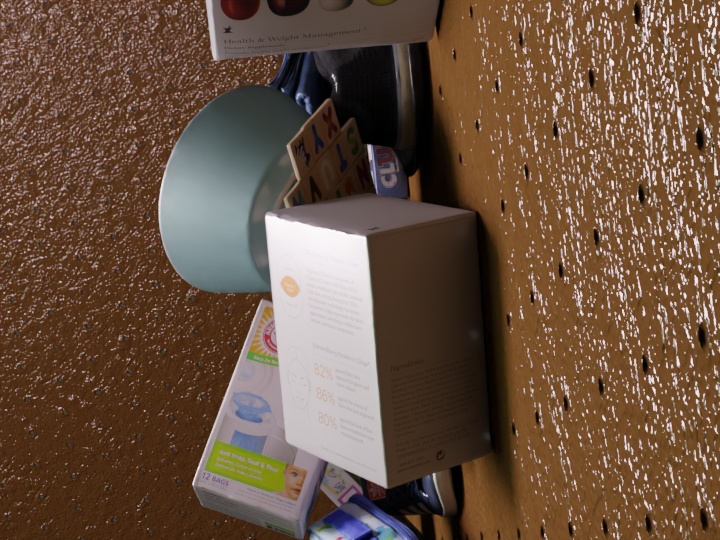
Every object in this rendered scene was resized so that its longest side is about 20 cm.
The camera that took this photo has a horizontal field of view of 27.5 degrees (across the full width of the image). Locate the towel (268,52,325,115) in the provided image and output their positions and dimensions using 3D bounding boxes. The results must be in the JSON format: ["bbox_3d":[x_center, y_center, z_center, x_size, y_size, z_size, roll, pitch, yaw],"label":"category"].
[{"bbox_3d":[-0.047,-0.197,1.518,0.200,0.048,0.112,-80,-21,-49],"label":"towel"}]

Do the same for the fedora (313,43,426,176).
[{"bbox_3d":[0.005,-0.175,1.391,0.201,0.091,0.202,174,90,-85],"label":"fedora"}]

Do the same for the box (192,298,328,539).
[{"bbox_3d":[-0.077,0.146,1.449,0.101,0.112,0.201,91,-162,-70],"label":"box"}]

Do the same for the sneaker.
[{"bbox_3d":[0.045,0.211,1.446,0.200,0.084,0.075,105,159,-75],"label":"sneaker"}]

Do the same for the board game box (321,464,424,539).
[{"bbox_3d":[-0.001,0.256,1.658,0.200,0.034,0.134,47,180,-8],"label":"board game box"}]

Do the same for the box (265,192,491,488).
[{"bbox_3d":[0.014,0.050,1.178,0.152,0.106,0.201,15,113,54],"label":"box"}]

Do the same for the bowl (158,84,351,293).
[{"bbox_3d":[-0.076,-0.060,1.348,0.105,0.200,0.202,22,127,38],"label":"bowl"}]

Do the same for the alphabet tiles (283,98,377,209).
[{"bbox_3d":[-0.016,-0.041,1.295,0.167,0.006,0.201,-56,-46,-55],"label":"alphabet tiles"}]

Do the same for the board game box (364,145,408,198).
[{"bbox_3d":[0.018,-0.174,1.588,0.135,0.034,0.201,-174,78,-85],"label":"board game box"}]

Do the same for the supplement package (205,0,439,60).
[{"bbox_3d":[-0.035,-0.283,1.162,0.200,0.190,0.148,96,167,-69],"label":"supplement package"}]

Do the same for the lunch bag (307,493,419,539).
[{"bbox_3d":[0.027,0.301,1.387,0.161,0.082,0.200,62,165,-12],"label":"lunch bag"}]
